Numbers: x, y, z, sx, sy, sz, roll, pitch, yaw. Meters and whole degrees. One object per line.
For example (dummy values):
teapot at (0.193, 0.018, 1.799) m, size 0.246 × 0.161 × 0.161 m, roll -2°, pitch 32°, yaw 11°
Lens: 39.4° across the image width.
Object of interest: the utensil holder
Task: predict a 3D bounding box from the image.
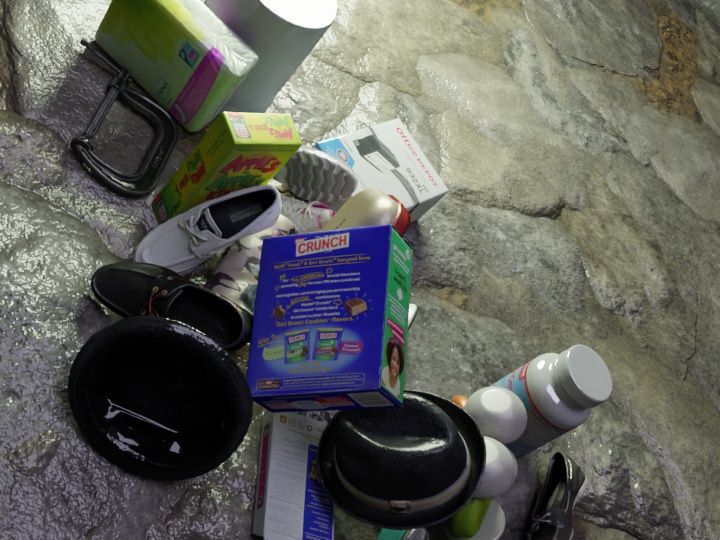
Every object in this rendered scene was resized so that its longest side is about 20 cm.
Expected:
utensil holder at (-0.149, -0.342, 1.437) m, size 0.170 × 0.200 × 0.170 m, roll 22°, pitch 49°, yaw -28°

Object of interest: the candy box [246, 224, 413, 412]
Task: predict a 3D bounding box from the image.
candy box at (-0.034, 0.056, 1.158) m, size 0.077 × 0.169 × 0.200 m, roll 46°, pitch 43°, yaw -57°

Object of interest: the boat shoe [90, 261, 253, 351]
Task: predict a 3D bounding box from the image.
boat shoe at (-0.220, 0.038, 1.163) m, size 0.201 × 0.063 × 0.074 m, roll 21°, pitch 86°, yaw 3°

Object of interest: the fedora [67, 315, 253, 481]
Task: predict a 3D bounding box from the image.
fedora at (-0.216, 0.130, 1.109) m, size 0.200 × 0.201 × 0.092 m, roll 38°, pitch 10°, yaw -12°

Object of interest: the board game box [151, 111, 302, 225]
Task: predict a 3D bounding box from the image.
board game box at (-0.170, -0.121, 1.261) m, size 0.101 × 0.200 × 0.048 m, roll -5°, pitch 65°, yaw -41°

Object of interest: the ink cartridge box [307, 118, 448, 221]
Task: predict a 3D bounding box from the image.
ink cartridge box at (0.016, -0.133, 1.509) m, size 0.200 × 0.084 × 0.145 m, roll -24°, pitch 78°, yaw -46°

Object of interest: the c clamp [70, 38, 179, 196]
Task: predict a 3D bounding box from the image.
c clamp at (-0.321, -0.191, 1.320) m, size 0.171 × 0.027 × 0.200 m, roll 32°, pitch 44°, yaw -26°

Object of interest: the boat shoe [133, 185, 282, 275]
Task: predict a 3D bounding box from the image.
boat shoe at (-0.189, -0.054, 1.234) m, size 0.200 × 0.065 × 0.074 m, roll -31°, pitch 83°, yaw -12°

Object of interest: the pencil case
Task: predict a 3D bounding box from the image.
pencil case at (-0.141, 0.006, 1.287) m, size 0.089 × 0.078 × 0.200 m, roll 40°, pitch 43°, yaw -17°

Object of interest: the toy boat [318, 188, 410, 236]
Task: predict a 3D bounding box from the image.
toy boat at (0.000, 0.000, 1.308) m, size 0.131 × 0.200 × 0.131 m, roll 43°, pitch 4°, yaw -22°

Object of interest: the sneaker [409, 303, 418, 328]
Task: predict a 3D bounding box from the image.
sneaker at (-0.002, 0.085, 1.362) m, size 0.115 × 0.076 × 0.201 m, roll 34°, pitch 36°, yaw -4°

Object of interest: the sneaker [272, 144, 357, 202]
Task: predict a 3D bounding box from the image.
sneaker at (-0.094, -0.159, 1.404) m, size 0.200 × 0.075 × 0.082 m, roll 20°, pitch 36°, yaw 7°

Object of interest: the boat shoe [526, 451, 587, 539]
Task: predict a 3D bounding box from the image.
boat shoe at (0.264, 0.329, 1.397) m, size 0.057 × 0.067 × 0.200 m, roll 54°, pitch 35°, yaw -10°

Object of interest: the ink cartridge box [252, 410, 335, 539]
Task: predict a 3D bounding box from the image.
ink cartridge box at (-0.075, 0.265, 1.188) m, size 0.095 × 0.037 × 0.200 m, roll 23°, pitch 46°, yaw -26°

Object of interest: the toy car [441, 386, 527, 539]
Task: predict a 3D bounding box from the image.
toy car at (0.127, 0.247, 1.299) m, size 0.150 × 0.175 × 0.200 m, roll 12°, pitch 45°, yaw 12°

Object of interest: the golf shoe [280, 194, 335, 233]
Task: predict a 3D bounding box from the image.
golf shoe at (-0.087, -0.075, 1.380) m, size 0.200 × 0.092 × 0.075 m, roll 28°, pitch 48°, yaw -19°

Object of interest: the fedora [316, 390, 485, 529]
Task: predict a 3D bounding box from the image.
fedora at (0.044, 0.198, 1.161) m, size 0.200 × 0.092 × 0.201 m, roll -4°, pitch 51°, yaw 5°

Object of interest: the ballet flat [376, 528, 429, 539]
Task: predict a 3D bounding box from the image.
ballet flat at (0.026, 0.364, 1.182) m, size 0.072 × 0.072 × 0.200 m, roll 49°, pitch 44°, yaw 0°

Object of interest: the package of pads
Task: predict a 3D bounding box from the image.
package of pads at (-0.252, -0.300, 1.356) m, size 0.200 × 0.154 × 0.068 m, roll 44°, pitch 50°, yaw -6°

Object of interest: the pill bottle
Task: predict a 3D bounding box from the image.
pill bottle at (0.247, 0.182, 1.391) m, size 0.109 × 0.200 × 0.109 m, roll 22°, pitch 49°, yaw -27°
